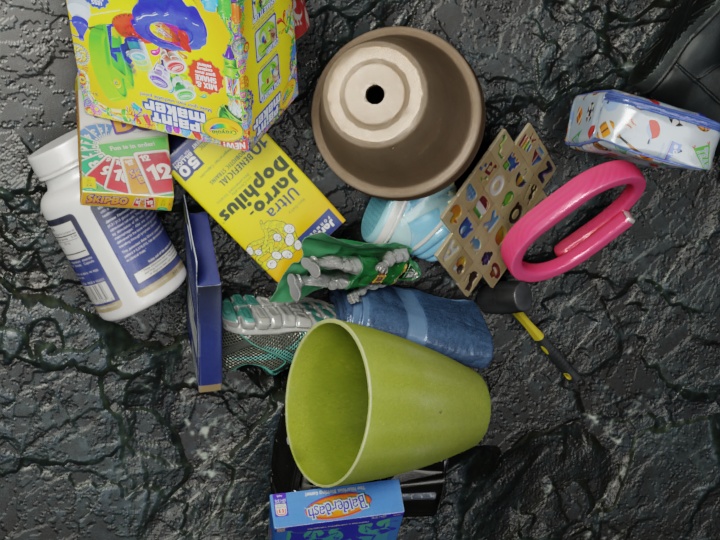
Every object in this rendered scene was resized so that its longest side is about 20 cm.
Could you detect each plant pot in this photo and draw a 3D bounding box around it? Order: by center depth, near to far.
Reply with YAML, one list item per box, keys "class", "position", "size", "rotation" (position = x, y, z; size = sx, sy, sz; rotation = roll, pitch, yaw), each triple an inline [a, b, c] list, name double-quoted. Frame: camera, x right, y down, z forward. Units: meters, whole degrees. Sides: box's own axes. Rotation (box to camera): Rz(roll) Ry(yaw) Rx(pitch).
- class: "plant pot"
  position: [0.029, -0.182, 1.609]
  size: [0.199, 0.175, 0.201]
  rotation: [-1, 87, 12]
- class: "plant pot"
  position: [0.045, 0.155, 1.689]
  size: [0.199, 0.187, 0.188]
  rotation: [5, 107, -32]

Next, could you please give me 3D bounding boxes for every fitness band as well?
- class: "fitness band"
  position: [0.262, -0.058, 1.789]
  size: [0.200, 0.038, 0.143]
  rotation: [-39, 151, 16]

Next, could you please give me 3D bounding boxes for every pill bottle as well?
- class: "pill bottle"
  position: [-0.284, -0.055, 1.623]
  size: [0.111, 0.111, 0.201]
  rotation: [-28, 106, -7]

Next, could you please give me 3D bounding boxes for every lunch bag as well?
- class: "lunch bag"
  position: [0.336, -0.164, 1.741]
  size: [0.159, 0.200, 0.076]
  rotation: [13, 95, -8]

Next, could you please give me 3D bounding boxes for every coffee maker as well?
- class: "coffee maker"
  position: [-0.005, 0.249, 1.825]
  size: [0.199, 0.135, 0.192]
  rotation: [0, 149, -17]

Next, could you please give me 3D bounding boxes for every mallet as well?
- class: "mallet"
  position: [0.231, 0.080, 1.864]
  size: [0.200, 0.066, 0.041]
  rotation: [42, 58, -27]

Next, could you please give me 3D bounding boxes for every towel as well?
- class: "towel"
  position: [0.064, 0.059, 1.776]
  size: [0.199, 0.112, 0.049]
  rotation: [16, 115, -20]

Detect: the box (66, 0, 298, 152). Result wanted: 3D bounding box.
- class: "box"
  position: [-0.181, -0.251, 1.503]
  size: [0.199, 0.122, 0.193]
  rotation: [14, 132, 19]

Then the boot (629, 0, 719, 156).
- class: "boot"
  position: [0.451, -0.258, 1.809]
  size: [0.168, 0.076, 0.200]
  rotation: [33, 103, -21]

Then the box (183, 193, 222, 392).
- class: "box"
  position: [-0.177, 0.025, 1.645]
  size: [0.032, 0.121, 0.201]
  rotation: [-6, 134, -10]

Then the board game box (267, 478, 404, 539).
- class: "board game box"
  position: [-0.033, 0.311, 1.741]
  size: [0.151, 0.045, 0.200]
  rotation: [-6, 152, -7]

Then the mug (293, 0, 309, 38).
- class: "mug"
  position: [-0.149, -0.343, 1.586]
  size: [0.133, 0.177, 0.201]
  rotation: [-44, 127, -40]

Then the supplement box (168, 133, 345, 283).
- class: "supplement box"
  position: [-0.130, -0.101, 1.662]
  size: [0.109, 0.110, 0.200]
  rotation: [-43, 115, 1]

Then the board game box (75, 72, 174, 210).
- class: "board game box"
  position: [-0.254, -0.146, 1.567]
  size: [0.095, 0.201, 0.030]
  rotation: [3, 135, -17]

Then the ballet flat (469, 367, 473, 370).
- class: "ballet flat"
  position: [0.048, 0.109, 1.822]
  size: [0.199, 0.068, 0.073]
  rotation: [1, 88, -18]

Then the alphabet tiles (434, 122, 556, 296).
- class: "alphabet tiles"
  position: [0.165, -0.072, 1.769]
  size: [0.200, 0.006, 0.166]
  rotation: [-54, 141, -11]

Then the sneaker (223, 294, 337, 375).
- class: "sneaker"
  position: [-0.090, 0.083, 1.756]
  size: [0.199, 0.078, 0.092]
  rotation: [7, 117, -30]

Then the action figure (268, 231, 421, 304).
- class: "action figure"
  position: [0.000, 0.000, 1.696]
  size: [0.199, 0.055, 0.118]
  rotation: [-5, 147, -47]

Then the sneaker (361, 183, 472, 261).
- class: "sneaker"
  position: [0.099, -0.101, 1.754]
  size: [0.130, 0.080, 0.201]
  rotation: [24, 109, -21]
